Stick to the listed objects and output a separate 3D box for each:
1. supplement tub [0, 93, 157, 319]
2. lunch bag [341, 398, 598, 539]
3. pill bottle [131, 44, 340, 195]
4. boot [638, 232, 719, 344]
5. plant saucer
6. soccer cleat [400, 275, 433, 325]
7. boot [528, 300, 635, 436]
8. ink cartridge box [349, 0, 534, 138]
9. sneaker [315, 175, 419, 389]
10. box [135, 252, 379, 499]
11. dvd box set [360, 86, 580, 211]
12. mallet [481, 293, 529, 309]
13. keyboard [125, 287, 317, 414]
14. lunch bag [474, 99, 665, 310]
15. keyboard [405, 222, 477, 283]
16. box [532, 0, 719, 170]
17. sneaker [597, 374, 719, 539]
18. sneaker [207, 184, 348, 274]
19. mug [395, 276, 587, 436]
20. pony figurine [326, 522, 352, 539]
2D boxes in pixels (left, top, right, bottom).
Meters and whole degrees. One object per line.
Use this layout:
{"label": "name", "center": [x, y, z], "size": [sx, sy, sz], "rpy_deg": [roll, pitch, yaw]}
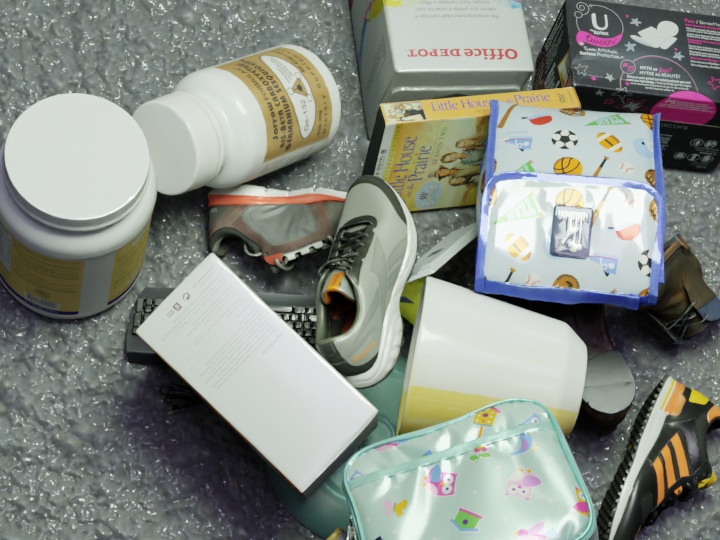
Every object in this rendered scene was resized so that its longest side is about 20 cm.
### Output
{"label": "supplement tub", "center": [-0.259, -0.056, 1.480], "size": [0.145, 0.200, 0.146], "rpy_deg": [5, 64, -11]}
{"label": "lunch bag", "center": [0.084, 0.196, 1.355], "size": [0.200, 0.077, 0.161], "rpy_deg": [-17, 55, -2]}
{"label": "pill bottle", "center": [-0.120, -0.140, 1.561], "size": [0.114, 0.114, 0.200], "rpy_deg": [50, 41, 12]}
{"label": "boot", "center": [0.309, 0.026, 1.598], "size": [0.097, 0.075, 0.200], "rpy_deg": [51, 25, 4]}
{"label": "plant saucer", "center": [0.010, 0.159, 1.533], "size": [0.200, 0.036, 0.200], "rpy_deg": [5, 64, -11]}
{"label": "soccer cleat", "center": [0.059, 0.021, 1.580], "size": [0.200, 0.084, 0.065], "rpy_deg": [44, 64, 9]}
{"label": "boot", "center": [0.206, 0.065, 1.590], "size": [0.075, 0.097, 0.200], "rpy_deg": [-15, 63, -3]}
{"label": "ink cartridge box", "center": [0.076, -0.250, 1.676], "size": [0.145, 0.145, 0.200], "rpy_deg": [-1, 66, -13]}
{"label": "sneaker", "center": [0.000, 0.000, 1.455], "size": [0.079, 0.074, 0.200], "rpy_deg": [37, 48, -45]}
{"label": "box", "center": [-0.087, 0.096, 1.444], "size": [0.200, 0.124, 0.097], "rpy_deg": [43, 82, 8]}
{"label": "dvd box set", "center": [0.104, -0.116, 1.619], "size": [0.200, 0.146, 0.029], "rpy_deg": [-6, 56, -16]}
{"label": "mallet", "center": [0.167, 0.098, 1.598], "size": [0.041, 0.066, 0.200], "rpy_deg": [-19, 84, 17]}
{"label": "keyboard", "center": [-0.119, 0.075, 1.532], "size": [0.200, 0.021, 0.127], "rpy_deg": [2, 64, 2]}
{"label": "lunch bag", "center": [0.190, -0.055, 1.500], "size": [0.170, 0.124, 0.200], "rpy_deg": [5, 49, 4]}
{"label": "keyboard", "center": [0.078, -0.018, 1.561], "size": [0.011, 0.056, 0.200], "rpy_deg": [60, 27, -4]}
{"label": "box", "center": [0.291, -0.191, 1.704], "size": [0.200, 0.132, 0.115], "rpy_deg": [6, 61, -10]}
{"label": "sneaker", "center": [0.290, 0.197, 1.558], "size": [0.090, 0.070, 0.200], "rpy_deg": [25, 61, 3]}
{"label": "sneaker", "center": [-0.055, -0.032, 1.573], "size": [0.200, 0.077, 0.082], "rpy_deg": [4, 77, 22]}
{"label": "mug", "center": [0.116, 0.108, 1.478], "size": [0.153, 0.187, 0.149], "rpy_deg": [10, 26, 0]}
{"label": "pony figurine", "center": [0.054, 0.291, 1.435], "size": [0.200, 0.167, 0.193], "rpy_deg": [43, 96, 5]}
